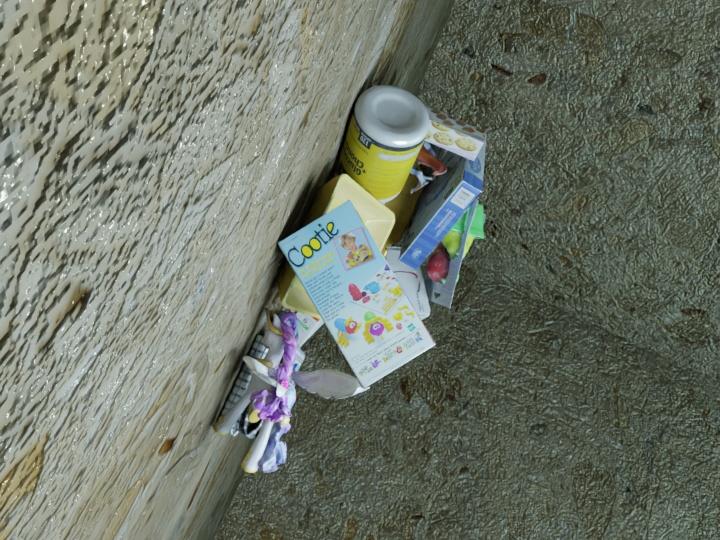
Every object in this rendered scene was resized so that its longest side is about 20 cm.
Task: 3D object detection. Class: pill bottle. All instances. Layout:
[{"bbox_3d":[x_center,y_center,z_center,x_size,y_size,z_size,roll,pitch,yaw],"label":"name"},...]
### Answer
[{"bbox_3d":[0.025,-0.174,0.960,0.200,0.111,0.113,114,0,-56],"label":"pill bottle"}]

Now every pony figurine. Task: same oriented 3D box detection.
[{"bbox_3d":[-0.110,0.158,0.830,0.193,0.166,0.201,29,-81,51],"label":"pony figurine"}]

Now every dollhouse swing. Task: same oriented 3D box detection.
[{"bbox_3d":[0.038,-0.158,1.230,0.201,0.181,0.176,-66,169,13],"label":"dollhouse swing"}]

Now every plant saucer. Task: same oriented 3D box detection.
[{"bbox_3d":[-0.041,-0.028,0.942,0.200,0.048,0.201,28,86,-61],"label":"plant saucer"}]

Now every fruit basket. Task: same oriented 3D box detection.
[{"bbox_3d":[0.171,-0.036,1.197,0.185,0.093,0.202,-162,-100,-78],"label":"fruit basket"}]

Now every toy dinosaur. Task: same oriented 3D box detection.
[{"bbox_3d":[0.082,-0.232,1.044,0.105,0.182,0.200,-31,-177,-17],"label":"toy dinosaur"}]

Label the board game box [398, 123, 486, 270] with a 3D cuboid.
[{"bbox_3d":[0.147,-0.132,1.117,0.200,0.043,0.200,-52,-165,39],"label":"board game box"}]

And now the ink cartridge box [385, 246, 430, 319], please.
[{"bbox_3d":[0.036,0.058,1.274,0.200,0.083,0.146,-36,-121,46],"label":"ink cartridge box"}]

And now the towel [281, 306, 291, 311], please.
[{"bbox_3d":[-0.105,0.009,1.158,0.200,0.023,0.145,114,0,-61],"label":"towel"}]

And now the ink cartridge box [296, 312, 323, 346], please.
[{"bbox_3d":[-0.079,0.066,1.263,0.200,0.050,0.109,-54,174,39],"label":"ink cartridge box"}]

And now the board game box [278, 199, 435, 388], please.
[{"bbox_3d":[-0.005,0.027,0.789,0.104,0.201,0.103,-30,180,0],"label":"board game box"}]

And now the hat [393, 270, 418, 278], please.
[{"bbox_3d":[0.000,0.000,1.056,0.166,0.175,0.201,97,14,-46],"label":"hat"}]

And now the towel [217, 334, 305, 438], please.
[{"bbox_3d":[-0.152,0.191,1.015,0.200,0.085,0.167,113,0,-77],"label":"towel"}]

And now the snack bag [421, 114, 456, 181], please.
[{"bbox_3d":[0.117,-0.196,1.262,0.200,0.021,0.189,-49,-166,46],"label":"snack bag"}]

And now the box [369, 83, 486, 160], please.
[{"bbox_3d":[0.100,-0.234,0.991,0.039,0.199,0.042,-69,-177,-47],"label":"box"}]
